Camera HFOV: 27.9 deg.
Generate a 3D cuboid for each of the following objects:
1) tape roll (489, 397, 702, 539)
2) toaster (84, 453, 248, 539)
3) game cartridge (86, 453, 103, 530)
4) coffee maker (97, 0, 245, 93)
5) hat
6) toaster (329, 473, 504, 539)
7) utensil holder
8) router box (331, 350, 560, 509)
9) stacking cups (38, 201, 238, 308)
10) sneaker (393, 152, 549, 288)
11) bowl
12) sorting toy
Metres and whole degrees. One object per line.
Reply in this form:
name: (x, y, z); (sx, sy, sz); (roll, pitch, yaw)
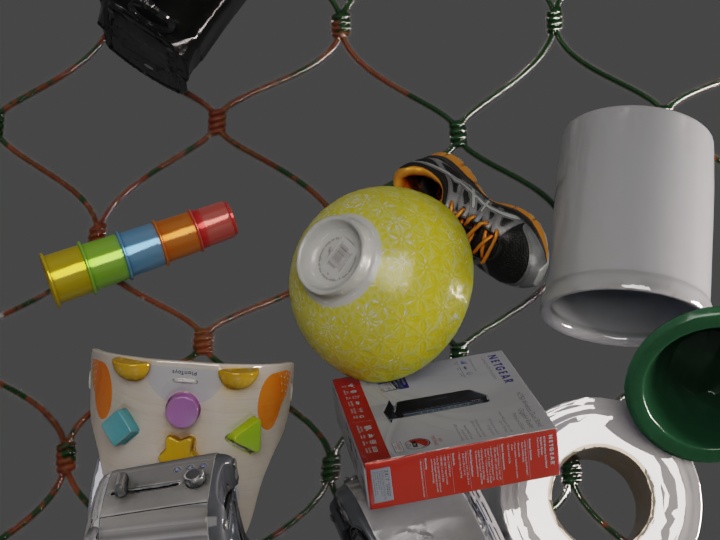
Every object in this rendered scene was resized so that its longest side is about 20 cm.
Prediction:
tape roll: (0.231, 0.228, 1.426); (0.202, 0.071, 0.203); (1, 72, -3)
toaster: (-0.167, 0.258, 1.297); (0.129, 0.201, 0.114); (-4, 35, 5)
game cartridge: (-0.198, 0.243, 1.409); (0.133, 0.041, 0.201); (0, 72, 0)
coffee maker: (-0.165, -0.307, 1.509); (0.135, 0.192, 0.200); (38, 74, -21)
hat: (0.343, 0.080, 1.444); (0.166, 0.176, 0.200); (-37, 111, 18)
toaster: (0.064, 0.270, 1.378); (0.129, 0.114, 0.200); (-23, 73, -13)
utensil holder: (0.275, -0.043, 1.469); (0.169, 0.170, 0.201); (9, 69, -1)
router box: (0.076, 0.147, 1.380); (0.179, 0.200, 0.049); (-10, 109, -7)
stacking cups: (-0.226, -0.024, 1.486); (0.199, 0.061, 0.061); (-21, 75, -15)
sneaker: (0.109, -0.047, 1.476); (0.077, 0.078, 0.200); (-6, 39, -48)
bowl: (0.000, 0.000, 1.413); (0.200, 0.108, 0.201); (-13, 66, 30)
sorting toy: (-0.168, 0.173, 1.379); (0.199, 0.107, 0.181); (4, 91, -2)
